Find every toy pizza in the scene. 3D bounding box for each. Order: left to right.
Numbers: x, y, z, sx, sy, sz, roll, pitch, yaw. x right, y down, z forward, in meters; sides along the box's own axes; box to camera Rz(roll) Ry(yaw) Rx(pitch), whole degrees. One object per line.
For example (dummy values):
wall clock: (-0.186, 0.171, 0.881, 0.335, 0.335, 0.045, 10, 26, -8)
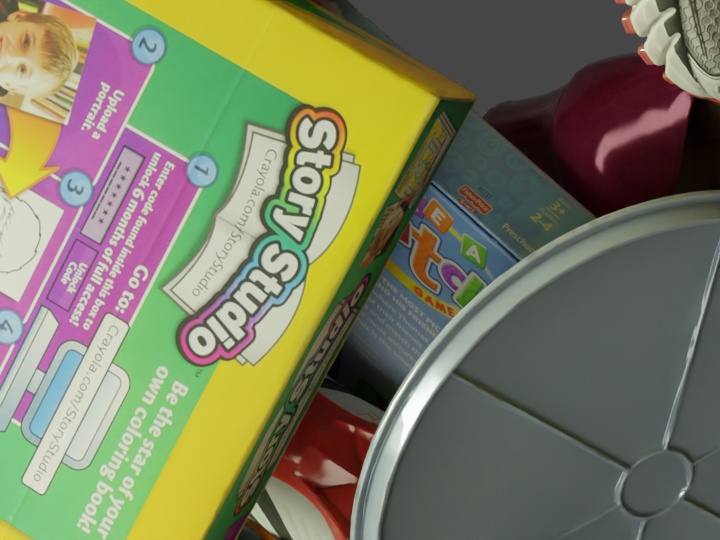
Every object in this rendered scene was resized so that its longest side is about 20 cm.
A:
toy pizza: (0.087, 0.060, 0.632, 0.032, 0.200, 0.201, -126, 17, -52)

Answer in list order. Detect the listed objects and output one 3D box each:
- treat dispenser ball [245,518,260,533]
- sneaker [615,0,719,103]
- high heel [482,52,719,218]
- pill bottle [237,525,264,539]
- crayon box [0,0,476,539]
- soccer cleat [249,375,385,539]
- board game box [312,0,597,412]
treat dispenser ball: (-0.140, 0.092, 0.819, 0.201, 0.201, 0.201, 21, 138, 20)
sneaker: (0.115, -0.123, 0.515, 0.082, 0.078, 0.200, 19, 137, 20)
high heel: (0.115, 0.022, 0.658, 0.096, 0.067, 0.200, -9, 119, 53)
pill bottle: (-0.070, 0.195, 0.704, 0.112, 0.112, 0.201, 6, 105, 33)
crayon box: (-0.089, -0.008, 0.610, 0.172, 0.058, 0.200, 30, 101, 9)
soccer cleat: (-0.007, 0.075, 0.708, 0.200, 0.069, 0.085, 33, 179, 7)
board game box: (0.000, 0.000, 0.709, 0.151, 0.037, 0.200, 43, 152, 17)
